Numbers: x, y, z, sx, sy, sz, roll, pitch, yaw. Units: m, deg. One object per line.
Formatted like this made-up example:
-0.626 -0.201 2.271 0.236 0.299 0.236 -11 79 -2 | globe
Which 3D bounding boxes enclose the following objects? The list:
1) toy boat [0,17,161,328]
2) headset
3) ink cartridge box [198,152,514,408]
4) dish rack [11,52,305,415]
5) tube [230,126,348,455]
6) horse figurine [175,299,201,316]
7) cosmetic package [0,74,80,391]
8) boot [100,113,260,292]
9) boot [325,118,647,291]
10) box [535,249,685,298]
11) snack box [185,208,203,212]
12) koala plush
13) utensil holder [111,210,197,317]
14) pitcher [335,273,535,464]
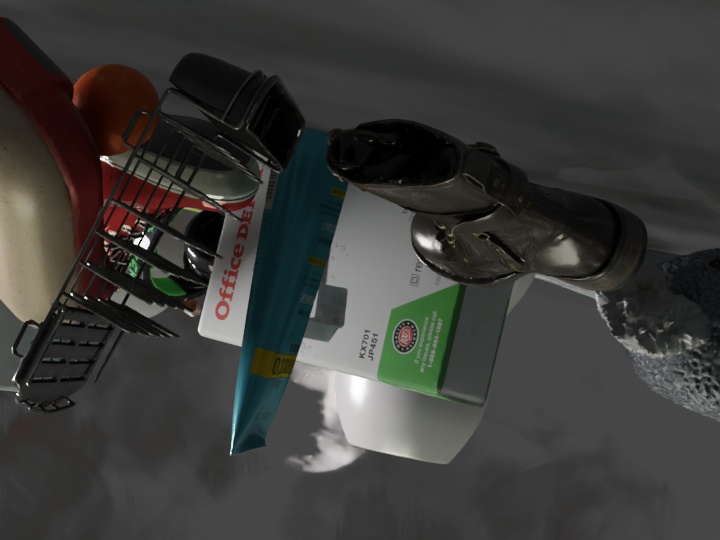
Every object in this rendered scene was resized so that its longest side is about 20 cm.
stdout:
-0.163 -0.064 0.815 0.131 0.131 0.200 44 153 18 | toy boat
-0.090 -0.034 1.180 0.094 0.124 0.200 40 -139 25 | headset
0.000 0.000 1.051 0.199 0.147 0.083 11 176 30 | ink cartridge box
-0.103 -0.011 0.768 0.054 0.201 0.153 29 179 6 | dish rack
-0.048 0.013 0.930 0.050 0.201 0.077 13 180 17 | tube
-0.064 -0.006 1.312 0.200 0.050 0.132 -29 140 32 | horse figurine
-0.235 -0.030 0.934 0.113 0.201 0.081 15 178 -45 | cosmetic package
-0.148 -0.030 1.019 0.199 0.145 0.072 15 -155 33 | boot
0.049 -0.044 0.860 0.174 0.070 0.200 21 170 -37 | boot
0.237 0.009 1.282 0.155 0.041 0.200 12 177 33 | box
-0.203 -0.090 1.191 0.141 0.053 0.200 14 179 16 | snack box
0.245 0.054 0.931 0.199 0.185 0.177 25 -177 25 | koala plush
-0.281 -0.042 1.467 0.199 0.171 0.170 12 179 -43 | utensil holder
0.062 0.045 1.152 0.121 0.201 0.171 14 177 -33 | pitcher
